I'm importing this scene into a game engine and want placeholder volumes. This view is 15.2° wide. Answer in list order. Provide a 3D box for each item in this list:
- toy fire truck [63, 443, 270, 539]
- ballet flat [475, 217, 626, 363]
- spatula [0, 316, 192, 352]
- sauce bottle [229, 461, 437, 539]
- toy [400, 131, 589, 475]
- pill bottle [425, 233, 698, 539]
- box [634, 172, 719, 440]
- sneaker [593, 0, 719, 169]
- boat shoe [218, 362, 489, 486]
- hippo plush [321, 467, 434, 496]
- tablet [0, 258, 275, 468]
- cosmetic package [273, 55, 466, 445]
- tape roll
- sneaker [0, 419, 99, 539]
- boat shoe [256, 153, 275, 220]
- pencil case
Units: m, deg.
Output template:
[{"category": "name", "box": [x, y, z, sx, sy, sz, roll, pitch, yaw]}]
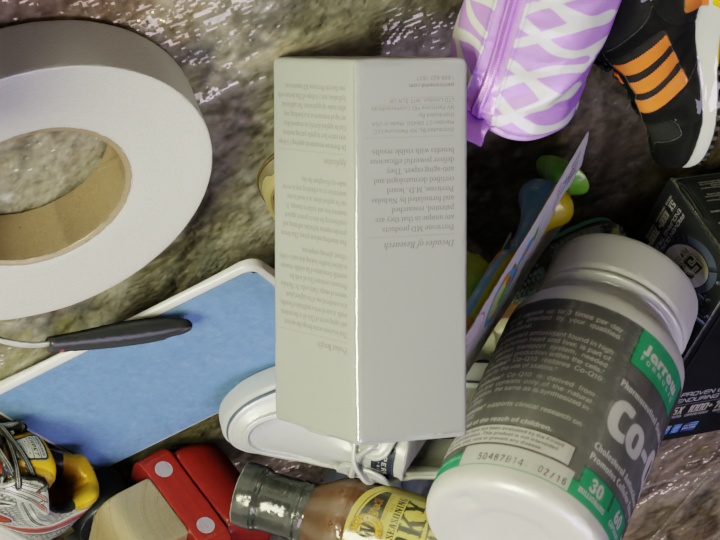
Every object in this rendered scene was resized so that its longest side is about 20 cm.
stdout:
[{"category": "toy fire truck", "box": [-0.084, 0.187, 1.751, 0.199, 0.129, 0.177, -27, 153, -29]}, {"category": "ballet flat", "box": [0.089, 0.043, 1.690, 0.199, 0.075, 0.074, -31, 144, 10]}, {"category": "spatula", "box": [-0.193, 0.037, 1.527, 0.198, 0.021, 0.056, 0, 173, -15]}, {"category": "sauce bottle", "box": [0.018, 0.164, 1.638, 0.198, 0.065, 0.065, 14, 145, 12]}, {"category": "toy", "box": [0.065, 0.011, 1.576, 0.200, 0.047, 0.115, -53, 168, -24]}, {"category": "pill bottle", "box": [0.123, 0.082, 1.571, 0.112, 0.201, 0.114, 18, 144, 13]}, {"category": "box", "box": [0.262, 0.016, 1.722, 0.199, 0.086, 0.164, -7, 141, -33]}, {"category": "sneaker", "box": [0.158, -0.133, 1.516, 0.089, 0.070, 0.201, -3, 143, -2]}, {"category": "boat shoe", "box": [0.015, 0.096, 1.630, 0.198, 0.066, 0.074, -5, 135, -5]}, {"category": "hippo plush", "box": [0.076, 0.160, 1.713, 0.160, 0.200, 0.160, -20, 115, 38]}, {"category": "tablet", "box": [-0.114, 0.057, 1.612, 0.199, 0.014, 0.130, -26, 146, 19]}, {"category": "cosmetic package", "box": [0.005, -0.014, 1.446, 0.071, 0.101, 0.202, -2, 96, -27]}, {"category": "tape roll", "box": [-0.178, -0.050, 1.442, 0.201, 0.037, 0.203, -16, 145, -12]}, {"category": "sneaker", "box": [-0.229, 0.113, 1.592, 0.082, 0.078, 0.200, -31, 154, 18]}, {"category": "boat shoe", "box": [0.000, 0.000, 1.582, 0.072, 0.068, 0.200, -29, 145, 7]}, {"category": "pencil case", "box": [0.099, -0.162, 1.401, 0.086, 0.083, 0.201, -52, 161, -45]}]
